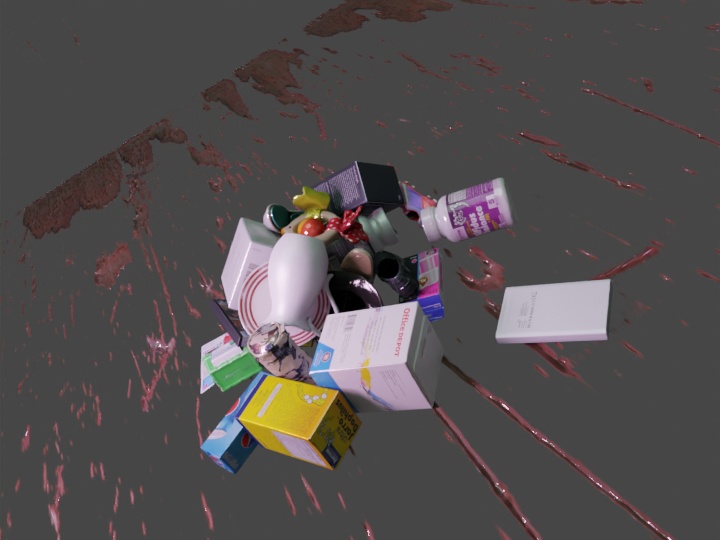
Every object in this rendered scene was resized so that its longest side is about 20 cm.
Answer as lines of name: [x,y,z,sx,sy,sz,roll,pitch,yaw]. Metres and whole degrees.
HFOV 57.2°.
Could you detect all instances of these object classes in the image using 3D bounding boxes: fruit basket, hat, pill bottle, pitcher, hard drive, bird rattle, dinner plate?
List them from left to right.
fruit basket: [-0.295,0.179,1.528,0.185,0.094,0.200,-29,33,3]
dinner plate: [-0.163,0.071,1.417,0.200,0.024,0.201,0,75,2]
pitcher: [-0.111,0.034,1.364,0.121,0.171,0.200,174,107,-74]
bird rattle: [-0.087,-0.093,1.507,0.163,0.113,0.200,-36,53,-23]
hat: [-0.023,0.092,1.437,0.200,0.081,0.201,0,89,29]
pill bottle: [-0.016,-0.066,1.600,0.200,0.116,0.116,-27,36,4]
pill bottle: [0.243,-0.128,1.494,0.200,0.112,0.112,-17,38,19]
hard drive: [0.363,0.078,1.237,0.200,0.027,0.132,-6,42,31]

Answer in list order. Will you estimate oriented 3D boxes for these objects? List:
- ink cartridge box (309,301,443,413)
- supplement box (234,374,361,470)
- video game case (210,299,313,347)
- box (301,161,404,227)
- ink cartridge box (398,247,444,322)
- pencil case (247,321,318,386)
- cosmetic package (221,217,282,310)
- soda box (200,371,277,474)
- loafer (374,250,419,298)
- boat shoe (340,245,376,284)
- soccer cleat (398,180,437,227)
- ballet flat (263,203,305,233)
ink cartridge box: [0.036,0.170,1.256,0.200,0.145,0.147,-10,41,27]
supplement box: [-0.119,0.286,1.260,0.200,0.109,0.110,5,49,38]
video game case: [-0.227,0.118,1.507,0.180,0.026,0.200,4,21,-32]
box: [-0.020,-0.180,1.648,0.200,0.148,0.107,-23,77,39]
ink cartridge box: [0.133,0.037,1.444,0.095,0.037,0.200,-17,40,19]
pencil case: [-0.132,0.186,1.318,0.089,0.200,0.078,-21,39,28]
cosmetic package: [-0.218,-0.003,1.549,0.168,0.166,0.200,-69,22,14]
soda box: [-0.229,0.308,1.351,0.068,0.064,0.200,10,51,42]
loafer: [0.067,-0.006,1.455,0.068,0.070,0.201,-46,28,3]
boat shoe: [0.000,0.000,1.454,0.072,0.200,0.065,21,58,11]
soccer cleat: [0.124,-0.170,1.673,0.076,0.067,0.200,-42,40,-8]
ballet flat: [-0.191,-0.118,1.570,0.069,0.070,0.200,-15,-4,21]
